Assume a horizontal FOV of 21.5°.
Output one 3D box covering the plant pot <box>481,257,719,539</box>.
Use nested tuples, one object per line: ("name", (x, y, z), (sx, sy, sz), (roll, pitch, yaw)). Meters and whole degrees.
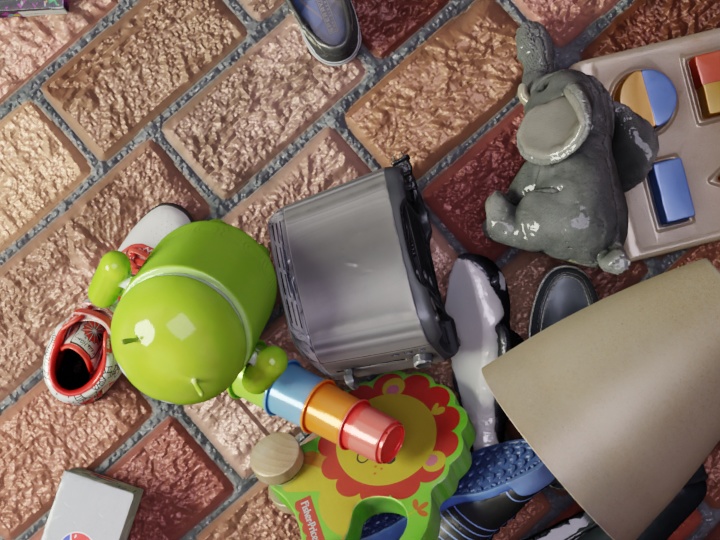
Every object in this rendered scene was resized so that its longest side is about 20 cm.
("plant pot", (0.234, 0.090, 1.534), (0.200, 0.187, 0.187), (-39, 88, 7))

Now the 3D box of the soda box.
("soda box", (-0.256, 0.278, 1.665), (0.068, 0.063, 0.201), (18, 87, 2))

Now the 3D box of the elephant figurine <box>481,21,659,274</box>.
("elephant figurine", (0.182, -0.111, 1.638), (0.155, 0.141, 0.201), (15, 92, 9))

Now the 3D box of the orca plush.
("orca plush", (0.128, 0.082, 1.670), (0.071, 0.105, 0.201), (-11, 84, -31))

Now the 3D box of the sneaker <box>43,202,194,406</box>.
("sneaker", (-0.208, 0.030, 1.654), (0.067, 0.108, 0.202), (32, 88, 2))

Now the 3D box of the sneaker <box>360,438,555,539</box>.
("sneaker", (0.092, 0.214, 1.646), (0.200, 0.070, 0.078), (-25, 115, 22))

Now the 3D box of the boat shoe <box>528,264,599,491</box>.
("boat shoe", (0.184, 0.094, 1.671), (0.072, 0.062, 0.201), (3, 88, 0))

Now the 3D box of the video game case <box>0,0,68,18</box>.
("video game case", (-0.360, -0.325, 1.706), (0.180, 0.036, 0.201), (-5, 88, 0))

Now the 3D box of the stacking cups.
("stacking cups", (-0.050, 0.106, 1.637), (0.199, 0.060, 0.061), (23, 88, 25))

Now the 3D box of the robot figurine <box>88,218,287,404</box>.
("robot figurine", (-0.137, 0.034, 1.571), (0.175, 0.200, 0.116), (32, 118, -5))

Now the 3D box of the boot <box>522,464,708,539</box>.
("boot", (0.243, 0.280, 1.654), (0.200, 0.076, 0.169), (-27, 84, 6))

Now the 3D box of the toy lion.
("toy lion", (0.013, 0.181, 1.624), (0.191, 0.069, 0.200), (-24, 46, 3))

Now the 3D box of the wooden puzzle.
("wooden puzzle", (0.299, -0.118, 1.688), (0.199, 0.046, 0.186), (-14, 88, 0))

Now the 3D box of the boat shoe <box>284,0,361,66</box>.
("boat shoe", (-0.056, -0.278, 1.687), (0.070, 0.066, 0.201), (-21, 88, -1))

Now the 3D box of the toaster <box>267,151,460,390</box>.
("toaster", (0.000, 0.000, 1.638), (0.129, 0.114, 0.201), (-17, 70, 10))
